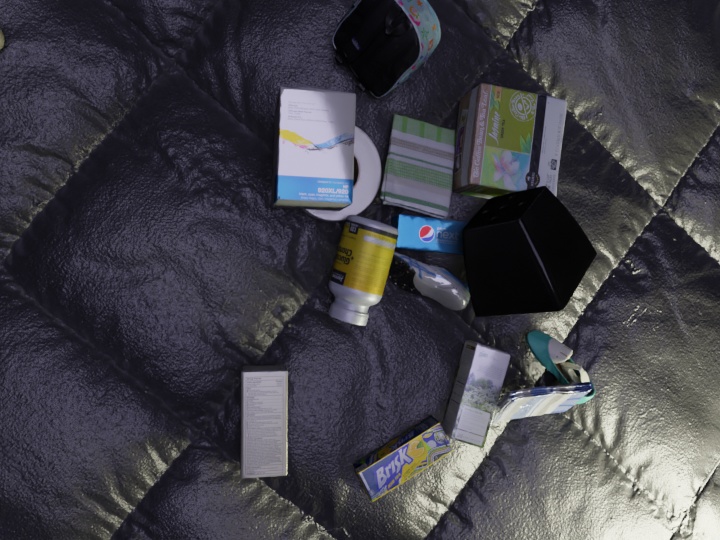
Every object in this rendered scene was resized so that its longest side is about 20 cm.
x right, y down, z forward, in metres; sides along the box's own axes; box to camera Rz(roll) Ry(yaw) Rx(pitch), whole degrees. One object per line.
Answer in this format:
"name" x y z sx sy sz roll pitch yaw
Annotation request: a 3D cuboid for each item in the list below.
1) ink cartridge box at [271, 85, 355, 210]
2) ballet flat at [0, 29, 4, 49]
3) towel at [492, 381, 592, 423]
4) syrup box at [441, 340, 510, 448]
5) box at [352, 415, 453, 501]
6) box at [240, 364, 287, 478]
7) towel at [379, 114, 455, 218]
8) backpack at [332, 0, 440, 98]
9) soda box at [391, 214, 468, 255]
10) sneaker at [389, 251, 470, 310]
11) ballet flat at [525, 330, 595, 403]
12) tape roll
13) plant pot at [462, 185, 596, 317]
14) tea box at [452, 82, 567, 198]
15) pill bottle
"ink cartridge box" -0.090 -0.223 1.213 0.142 0.147 0.205 2 90 -11
"ballet flat" -0.712 -0.495 1.167 0.069 0.069 0.202 -32 95 -10
"towel" 0.370 0.279 1.347 0.196 0.148 0.024 -4 57 -15
"syrup box" 0.238 0.255 1.348 0.077 0.081 0.204 17 85 -8
"box" 0.086 0.384 1.325 0.198 0.064 0.071 -29 95 -10
"box" -0.189 0.291 1.262 0.093 0.078 0.205 2 89 -11
"towel" 0.121 -0.214 1.331 0.146 0.031 0.204 14 69 -12
"backpack" 0.061 -0.462 1.258 0.150 0.199 0.178 -43 97 -28
"soda box" 0.163 -0.071 1.343 0.196 0.064 0.069 5 89 -12
"sneaker" 0.138 0.014 1.344 0.197 0.072 0.073 28 46 -3
"ballet flat" 0.440 0.200 1.392 0.201 0.070 0.067 51 51 -8
"tape roll" -0.056 -0.201 1.314 0.198 0.037 0.208 0 90 -12
"plant pot" 0.310 -0.045 1.253 0.199 0.198 0.179 -44 115 -39
"tea box" 0.301 -0.255 1.337 0.193 0.134 0.205 7 88 -11
"pill bottle" 0.000 0.000 1.281 0.110 0.112 0.204 15 93 -11
